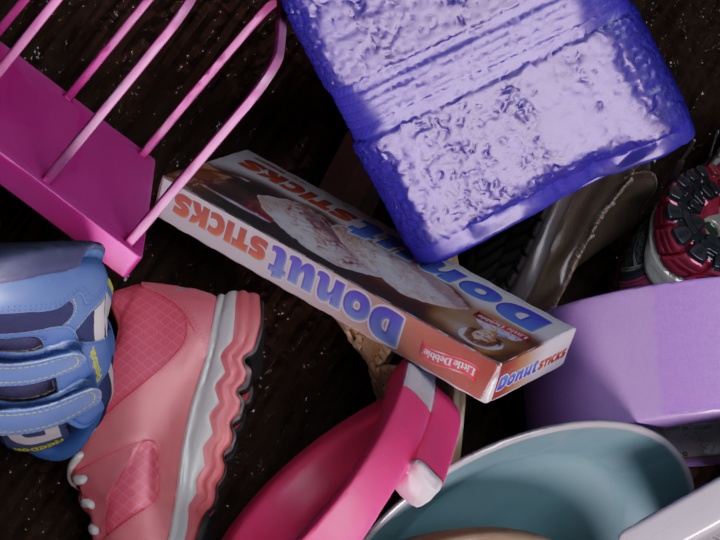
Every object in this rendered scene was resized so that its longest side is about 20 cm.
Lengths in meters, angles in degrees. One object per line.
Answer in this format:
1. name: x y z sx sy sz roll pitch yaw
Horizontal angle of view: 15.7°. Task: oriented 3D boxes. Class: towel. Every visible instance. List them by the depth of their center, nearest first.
1. towel: 0.047 -0.117 1.187 0.147 0.050 0.201 -25 110 11

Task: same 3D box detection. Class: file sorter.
1. file sorter: -0.144 -0.124 1.175 0.200 0.139 0.126 37 106 -14

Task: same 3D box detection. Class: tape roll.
1. tape roll: 0.180 0.053 1.289 0.199 0.200 0.066 2 77 -26

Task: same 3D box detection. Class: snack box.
1. snack box: 0.000 0.000 1.230 0.199 0.024 0.072 29 26 25

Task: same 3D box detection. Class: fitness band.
1. fitness band: -0.017 0.111 1.175 0.037 0.144 0.200 43 18 -6

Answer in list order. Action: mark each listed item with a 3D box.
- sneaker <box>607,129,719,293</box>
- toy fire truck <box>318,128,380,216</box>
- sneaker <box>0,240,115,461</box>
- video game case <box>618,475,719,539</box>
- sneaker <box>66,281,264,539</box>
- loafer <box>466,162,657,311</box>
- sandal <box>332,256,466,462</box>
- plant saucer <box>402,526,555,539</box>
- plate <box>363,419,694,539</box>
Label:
1. sneaker: 0.196 -0.030 1.387 0.081 0.075 0.200 51 40 11
2. toy fire truck: 0.034 -0.120 1.283 0.128 0.176 0.201 -10 97 -30
3. sneaker: -0.141 0.033 1.114 0.073 0.200 0.083 0 79 5
4. video game case: 0.232 0.095 1.231 0.199 0.182 0.023 -32 69 12
5. sneaker: -0.107 0.099 1.220 0.086 0.074 0.201 15 73 3
6. loafer: 0.122 -0.041 1.348 0.071 0.073 0.200 41 57 -17
7. sandal: 0.018 0.012 1.303 0.069 0.078 0.213 7 67 -5
8. plant saucer: 0.031 0.197 1.215 0.199 0.029 0.201 -12 125 -18
9. plate: 0.067 0.140 1.241 0.199 0.201 0.026 -6 42 -28
